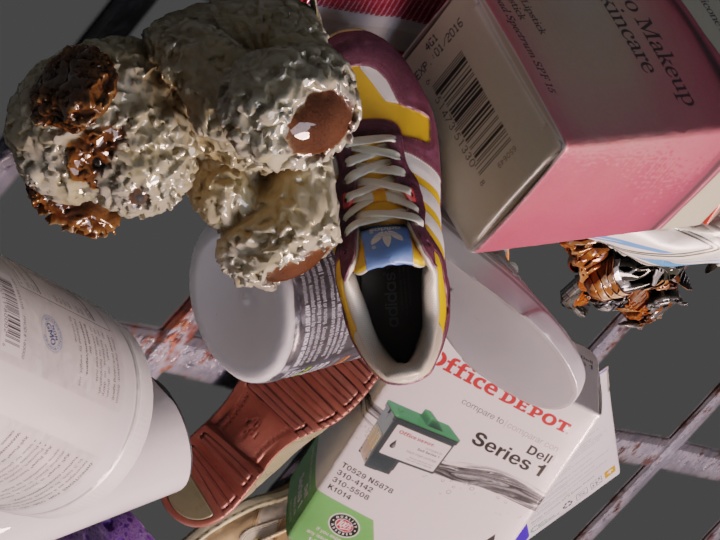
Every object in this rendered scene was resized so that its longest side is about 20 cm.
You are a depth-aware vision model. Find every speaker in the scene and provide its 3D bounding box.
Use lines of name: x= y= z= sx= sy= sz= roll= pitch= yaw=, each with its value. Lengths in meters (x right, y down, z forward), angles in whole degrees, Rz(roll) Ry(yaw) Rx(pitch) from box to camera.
speaker: x=-0.205 y=0.129 z=1.515 sx=0.199 sy=0.081 sz=0.081 roll=-20 pitch=146 yaw=-34

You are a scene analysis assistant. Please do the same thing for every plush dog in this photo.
plush dog: x=-0.102 y=-0.085 z=1.309 sx=0.171 sy=0.161 sz=0.200 roll=-11 pitch=155 yaw=-11

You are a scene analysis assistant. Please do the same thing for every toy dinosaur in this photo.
toy dinosaur: x=0.198 y=-0.011 z=1.798 sx=0.135 sy=0.102 sz=0.200 roll=-31 pitch=170 yaw=14

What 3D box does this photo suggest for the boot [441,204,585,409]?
boot: x=0.073 y=-0.014 z=1.494 sx=0.074 sy=0.200 sz=0.096 roll=-35 pitch=-166 yaw=49

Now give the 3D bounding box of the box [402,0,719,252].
box: x=0.136 y=-0.098 z=1.485 sx=0.199 sy=0.128 sz=0.109 roll=-8 pitch=150 yaw=-40

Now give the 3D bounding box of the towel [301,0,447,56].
towel: x=0.012 y=-0.163 z=1.428 sx=0.144 sy=0.023 sz=0.200 roll=0 pitch=132 yaw=-51

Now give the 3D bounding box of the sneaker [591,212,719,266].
sneaker: x=0.176 y=-0.036 z=1.685 sx=0.199 sy=0.072 sz=0.073 roll=9 pitch=137 yaw=-15

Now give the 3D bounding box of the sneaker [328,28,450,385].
sneaker: x=0.015 y=-0.036 z=1.392 sx=0.075 sy=0.201 sz=0.090 roll=-13 pitch=-173 yaw=1

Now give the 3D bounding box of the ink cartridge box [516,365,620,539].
ink cartridge box: x=0.116 y=0.161 z=1.981 sx=0.198 sy=0.043 sz=0.200 roll=-34 pitch=152 yaw=-10

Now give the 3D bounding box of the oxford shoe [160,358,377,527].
oxford shoe: x=-0.056 y=0.091 z=1.678 sx=0.200 sy=0.071 sz=0.074 roll=-40 pitch=177 yaw=-2

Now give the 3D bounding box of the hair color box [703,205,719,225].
hair color box: x=0.269 y=-0.121 z=1.679 sx=0.200 sy=0.064 sz=0.111 roll=-38 pitch=161 yaw=-53

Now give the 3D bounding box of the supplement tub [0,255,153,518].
supplement tub: x=-0.214 y=0.055 z=1.352 sx=0.132 sy=0.132 sz=0.200 roll=-43 pitch=151 yaw=6

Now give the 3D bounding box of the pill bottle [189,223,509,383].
pill bottle: x=0.000 y=0.000 z=1.554 sx=0.199 sy=0.106 sz=0.106 roll=-14 pitch=142 yaw=-40

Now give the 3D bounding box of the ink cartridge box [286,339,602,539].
ink cartridge box: x=0.058 y=0.122 z=1.734 sx=0.200 sy=0.146 sz=0.084 roll=-58 pitch=-169 yaw=25

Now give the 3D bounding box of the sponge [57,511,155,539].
sponge: x=-0.140 y=0.217 z=1.593 sx=0.030 sy=0.200 sz=0.112 roll=-25 pitch=149 yaw=-29

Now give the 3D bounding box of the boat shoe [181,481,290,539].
boat shoe: x=-0.060 y=0.203 z=1.804 sx=0.200 sy=0.069 sz=0.074 roll=-28 pitch=149 yaw=-21
